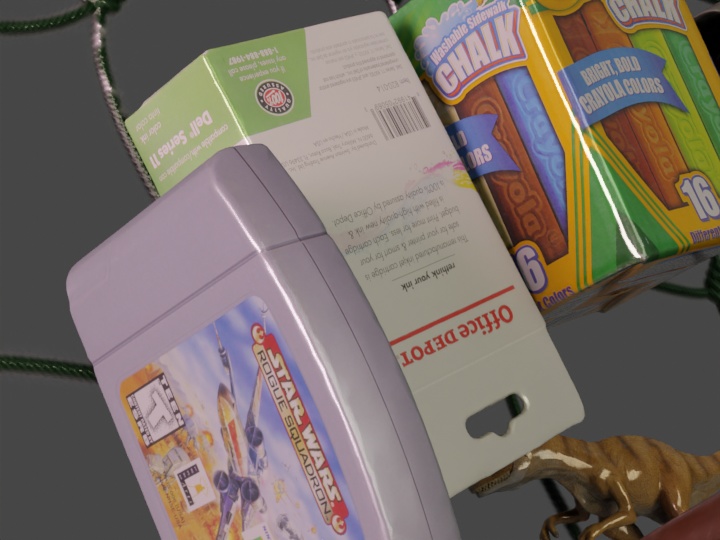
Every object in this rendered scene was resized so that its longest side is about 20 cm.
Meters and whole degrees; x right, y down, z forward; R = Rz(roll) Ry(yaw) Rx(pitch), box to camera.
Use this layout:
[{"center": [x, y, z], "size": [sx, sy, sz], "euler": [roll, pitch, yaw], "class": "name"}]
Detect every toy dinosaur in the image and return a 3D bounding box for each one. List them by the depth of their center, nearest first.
[{"center": [0.142, 0.103, 0.800], "size": [0.200, 0.060, 0.106], "euler": [6, 63, -40], "class": "toy dinosaur"}]

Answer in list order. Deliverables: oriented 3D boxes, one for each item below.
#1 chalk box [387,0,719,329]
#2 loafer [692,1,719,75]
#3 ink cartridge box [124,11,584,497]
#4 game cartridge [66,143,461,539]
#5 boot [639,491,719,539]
[{"center": [0.082, -0.081, 0.797], "size": [0.125, 0.124, 0.200], "euler": [-15, 79, -45], "class": "chalk box"}, {"center": [0.220, -0.129, 0.985], "size": [0.070, 0.070, 0.200], "euler": [46, 46, -25], "class": "loafer"}, {"center": [0.000, 0.000, 0.721], "size": [0.117, 0.067, 0.200], "euler": [-21, 82, -46], "class": "ink cartridge box"}, {"center": [-0.033, 0.064, 0.612], "size": [0.041, 0.133, 0.200], "euler": [-17, 80, -37], "class": "game cartridge"}, {"center": [0.076, 0.164, 0.607], "size": [0.064, 0.200, 0.187], "euler": [42, 47, -17], "class": "boot"}]
